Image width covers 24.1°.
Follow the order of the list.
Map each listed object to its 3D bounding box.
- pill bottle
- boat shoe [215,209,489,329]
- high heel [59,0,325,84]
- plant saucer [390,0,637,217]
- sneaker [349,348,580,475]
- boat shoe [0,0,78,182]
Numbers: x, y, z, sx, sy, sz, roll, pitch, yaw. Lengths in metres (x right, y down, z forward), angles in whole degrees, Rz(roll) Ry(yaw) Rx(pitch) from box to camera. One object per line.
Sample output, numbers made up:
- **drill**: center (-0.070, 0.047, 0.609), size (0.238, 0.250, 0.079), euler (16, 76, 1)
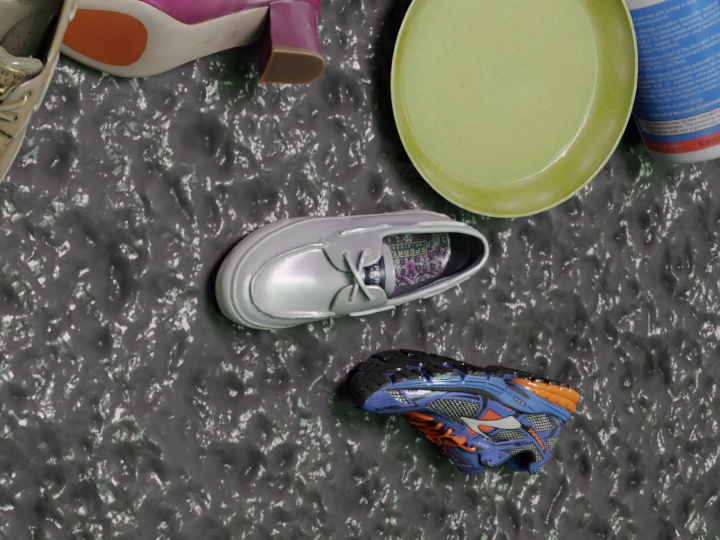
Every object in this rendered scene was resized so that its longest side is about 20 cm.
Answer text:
- **pill bottle**: center (0.234, -0.190, 1.257), size (0.112, 0.112, 0.201), euler (-38, 116, -28)
- **boat shoe**: center (0.000, 0.000, 1.124), size (0.199, 0.068, 0.073), euler (-5, 97, -37)
- **high heel**: center (-0.117, -0.170, 1.045), size (0.199, 0.067, 0.097), euler (9, 51, -29)
- **plant saucer**: center (0.105, -0.139, 1.194), size (0.199, 0.031, 0.201), euler (-6, 103, -25)
- **sneaker**: center (0.075, 0.105, 1.190), size (0.199, 0.075, 0.079), euler (12, 90, -36)
- **boat shoe**: center (-0.205, -0.114, 0.937), size (0.072, 0.065, 0.201), euler (27, 92, -16)
